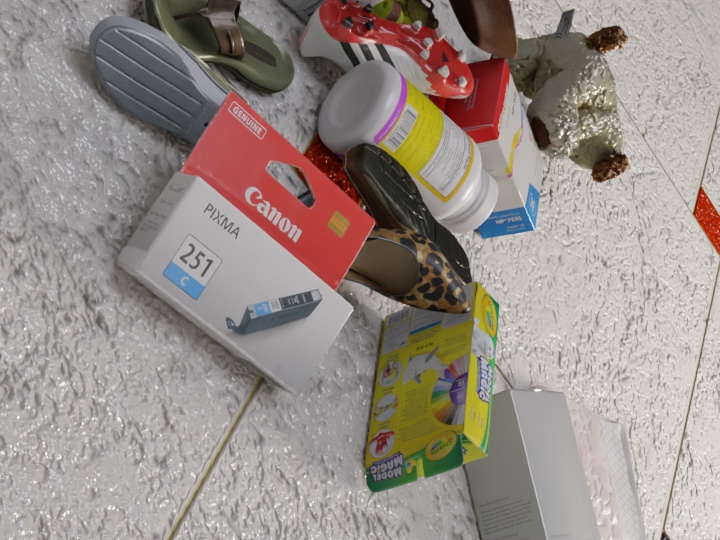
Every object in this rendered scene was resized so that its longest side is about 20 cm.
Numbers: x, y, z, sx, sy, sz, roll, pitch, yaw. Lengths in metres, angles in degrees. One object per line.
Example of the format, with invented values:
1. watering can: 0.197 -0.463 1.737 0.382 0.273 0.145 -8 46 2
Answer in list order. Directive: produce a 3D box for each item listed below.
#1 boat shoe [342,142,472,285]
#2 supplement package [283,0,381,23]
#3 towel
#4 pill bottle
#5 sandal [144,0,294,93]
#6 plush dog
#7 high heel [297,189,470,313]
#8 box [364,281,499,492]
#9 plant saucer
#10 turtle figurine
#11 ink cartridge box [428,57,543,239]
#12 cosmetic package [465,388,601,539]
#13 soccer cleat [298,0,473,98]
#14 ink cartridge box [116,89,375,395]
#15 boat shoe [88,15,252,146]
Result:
1. boat shoe: 0.036 -0.036 1.458 0.200 0.073 0.076 51 27 -31
2. supplement package: 0.004 -0.368 1.507 0.111 0.199 0.157 37 42 -35
3. towel: 0.255 0.243 1.631 0.190 0.032 0.203 24 51 -45
4. pill bottle: 0.055 -0.120 1.512 0.199 0.103 0.105 38 43 -36
5. sandal: -0.125 -0.228 1.373 0.200 0.057 0.081 16 57 -49
6. plush dog: 0.264 -0.199 1.784 0.201 0.159 0.173 60 -1 45
7. high heel: 0.000 0.000 1.349 0.199 0.072 0.142 34 28 11
8. box: 0.068 0.116 1.376 0.048 0.116 0.202 43 41 -32
9. plant saucer: 0.114 -0.316 1.576 0.200 0.036 0.203 157 -89 -88
10. turtle figurine: 0.054 -0.263 1.613 0.161 0.064 0.203 28 51 -55
11. ink cartridge box: 0.141 -0.149 1.630 0.117 0.066 0.201 -76 150 -42
12. cosmetic package: 0.173 0.226 1.488 0.112 0.081 0.203 11 60 -51
13. soccer cleat: 0.028 -0.221 1.527 0.198 0.085 0.069 18 54 -30
14. ink cartridge box: -0.081 -0.022 1.245 0.200 0.045 0.177 40 76 -33
15. boat shoe: -0.162 -0.160 1.288 0.200 0.072 0.062 38 18 -40
